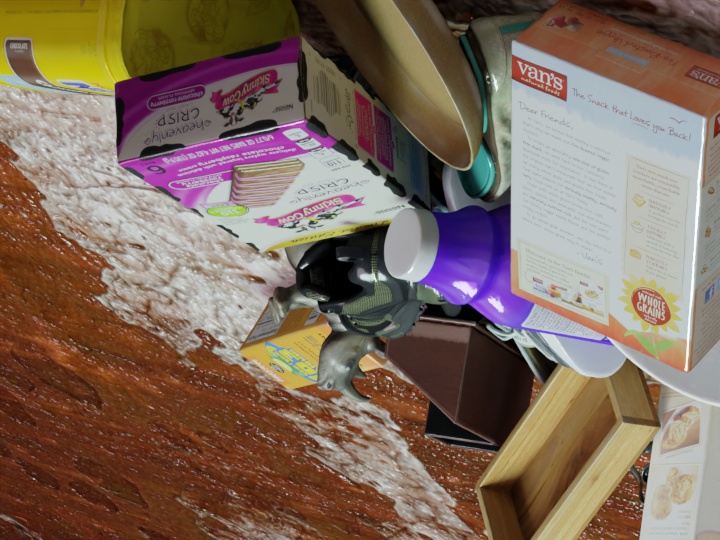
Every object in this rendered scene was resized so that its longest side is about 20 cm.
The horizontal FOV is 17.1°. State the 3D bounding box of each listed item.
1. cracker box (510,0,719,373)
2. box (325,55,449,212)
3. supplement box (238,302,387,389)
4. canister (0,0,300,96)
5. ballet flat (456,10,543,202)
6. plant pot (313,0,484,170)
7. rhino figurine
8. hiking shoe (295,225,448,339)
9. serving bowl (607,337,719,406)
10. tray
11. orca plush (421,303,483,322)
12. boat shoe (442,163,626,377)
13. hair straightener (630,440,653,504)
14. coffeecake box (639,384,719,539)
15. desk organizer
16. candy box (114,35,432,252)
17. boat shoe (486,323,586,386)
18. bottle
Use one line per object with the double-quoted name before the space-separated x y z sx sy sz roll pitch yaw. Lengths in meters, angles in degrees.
"cracker box" 0.159 -0.050 1.441 0.134 0.058 0.201 26 139 28
"box" 0.007 -0.078 1.723 0.137 0.040 0.200 5 148 50
"supplement box" -0.029 0.051 2.031 0.066 0.069 0.200 38 160 -14
"canister" -0.159 -0.159 1.640 0.148 0.087 0.200 3 -177 -40
"ballet flat" 0.096 -0.101 1.523 0.200 0.062 0.068 90 159 -69
"plant pot" 0.017 -0.151 1.467 0.200 0.027 0.200 52 171 11
"rhino figurine" -0.028 0.010 1.827 0.060 0.087 0.201 -151 39 -74
"hiking shoe" 0.000 0.000 1.703 0.100 0.076 0.200 8 165 -13
"serving bowl" 0.224 -0.012 1.514 0.200 0.066 0.201 28 140 27
"tray" 0.152 0.139 1.782 0.037 0.099 0.200 8 134 -23
"orca plush" 0.001 0.004 1.873 0.200 0.071 0.105 32 159 -5
"boat shoe" 0.113 -0.007 1.684 0.200 0.072 0.068 50 160 -22
"hair straightener" 0.247 0.144 1.860 0.041 0.077 0.200 33 159 -14
"coffeecake box" 0.279 0.193 1.697 0.153 0.201 0.073 15 168 -25
"desk organizer" 0.077 0.090 1.865 0.071 0.077 0.200 7 171 20
"candy box" -0.053 -0.077 1.561 0.136 0.061 0.200 -12 160 23
"boat shoe" 0.146 0.054 1.807 0.074 0.065 0.202 13 154 38
"bottle" 0.111 -0.002 1.601 0.199 0.084 0.065 10 -164 -29
